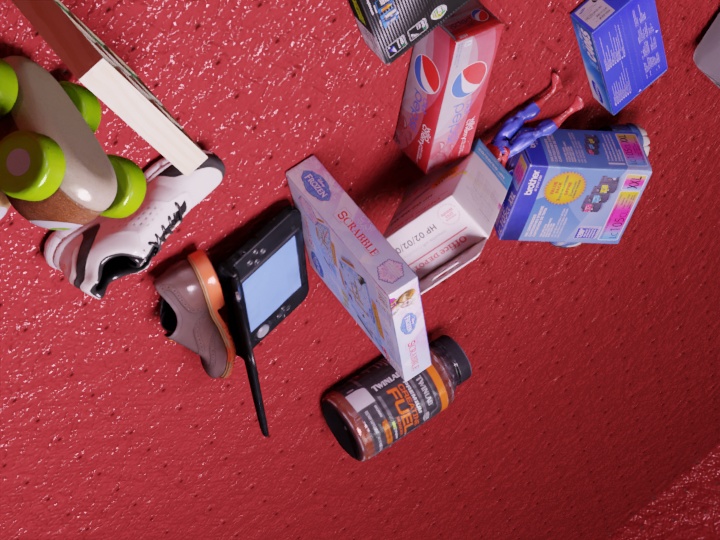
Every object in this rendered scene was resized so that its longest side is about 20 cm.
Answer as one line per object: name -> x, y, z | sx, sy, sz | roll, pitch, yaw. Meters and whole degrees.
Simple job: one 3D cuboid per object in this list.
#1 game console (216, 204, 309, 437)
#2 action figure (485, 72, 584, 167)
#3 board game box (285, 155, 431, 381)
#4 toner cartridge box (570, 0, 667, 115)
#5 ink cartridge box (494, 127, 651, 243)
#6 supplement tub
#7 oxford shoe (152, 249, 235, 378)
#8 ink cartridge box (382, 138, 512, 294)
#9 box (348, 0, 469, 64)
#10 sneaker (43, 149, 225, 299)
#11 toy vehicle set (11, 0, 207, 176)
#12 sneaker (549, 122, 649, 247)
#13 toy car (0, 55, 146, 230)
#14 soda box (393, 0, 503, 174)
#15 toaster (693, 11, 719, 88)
game console -> -0.092, 0.058, 1.805 | 0.176, 0.116, 0.200 | -43, 157, -21
action figure -> 0.172, -0.162, 1.923 | 0.200, 0.065, 0.099 | -42, 159, -2
board game box -> 0.000, 0.000, 1.786 | 0.041, 0.200, 0.200 | -33, 151, -12
toner cartridge box -> 0.318, -0.278, 1.965 | 0.095, 0.043, 0.200 | -39, 152, -3
ink cartridge box -> 0.248, -0.106, 2.033 | 0.200, 0.076, 0.137 | 2, 136, -15
supplement tub -> 0.053, 0.166, 2.188 | 0.200, 0.107, 0.107 | -32, 151, -19
oxford shoe -> -0.187, 0.058, 1.783 | 0.072, 0.071, 0.200 | -24, 140, -13
ink cartridge box -> 0.093, -0.059, 1.827 | 0.115, 0.068, 0.200 | -34, -166, 29
box -> 0.068, -0.322, 1.585 | 0.193, 0.048, 0.200 | -37, 152, -5
sneaker -> -0.210, -0.043, 1.591 | 0.200, 0.080, 0.074 | -37, 150, -13
toy vehicle set -> -0.213, -0.164, 1.368 | 0.027, 0.124, 0.200 | -43, 152, 1
sneaker -> 0.298, -0.118, 2.150 | 0.089, 0.079, 0.200 | 7, 123, -37
toy car -> -0.316, -0.069, 1.365 | 0.200, 0.158, 0.164 | -37, 164, 15
soda box -> 0.094, -0.203, 1.767 | 0.070, 0.063, 0.200 | -26, 147, -28
toaster -> 0.559, -0.255, 2.139 | 0.119, 0.200, 0.181 | -53, 151, 11
